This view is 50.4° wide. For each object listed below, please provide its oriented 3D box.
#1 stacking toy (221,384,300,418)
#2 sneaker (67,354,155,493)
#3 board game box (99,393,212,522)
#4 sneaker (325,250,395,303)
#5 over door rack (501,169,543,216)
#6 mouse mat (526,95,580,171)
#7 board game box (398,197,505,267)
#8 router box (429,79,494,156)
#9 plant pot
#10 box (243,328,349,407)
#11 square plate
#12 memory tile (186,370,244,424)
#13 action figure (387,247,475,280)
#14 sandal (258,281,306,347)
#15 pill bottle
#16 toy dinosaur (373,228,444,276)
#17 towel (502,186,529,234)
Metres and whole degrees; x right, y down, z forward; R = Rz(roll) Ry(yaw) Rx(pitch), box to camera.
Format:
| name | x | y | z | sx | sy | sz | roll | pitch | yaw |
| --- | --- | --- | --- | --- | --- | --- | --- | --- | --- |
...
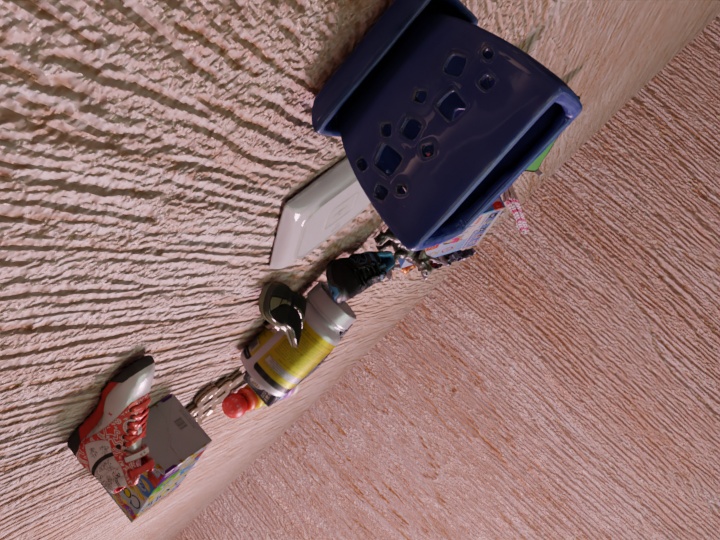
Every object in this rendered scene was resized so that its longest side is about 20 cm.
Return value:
| name | x | y | z | sx | sy | sz | roll | pitch | yaw |
| --- | --- | --- | --- | --- | --- | --- | --- | --- | --- |
| stacking toy | -0.223 | 0.269 | 1.685 | 0.200 | 0.085 | 0.085 | -23 | 158 | -52 |
| sneaker | -0.295 | 0.205 | 0.990 | 0.201 | 0.108 | 0.067 | -48 | 169 | 26 |
| board game box | -0.345 | 0.313 | 1.266 | 0.103 | 0.105 | 0.200 | -33 | 165 | -46 |
| sneaker | 0.000 | 0.000 | 1.372 | 0.082 | 0.073 | 0.200 | -14 | -168 | 23 |
| over door rack | 0.334 | -0.224 | 1.804 | 0.148 | 0.067 | 0.200 | -46 | 150 | 12 |
| mouse mat | 0.405 | -0.309 | 1.710 | 0.161 | 0.008 | 0.200 | -3 | 130 | -48 |
| board game box | 0.184 | -0.091 | 1.638 | 0.195 | 0.056 | 0.200 | -17 | 163 | -15 |
| router box | 0.183 | -0.230 | 1.249 | 0.200 | 0.049 | 0.180 | -39 | 170 | -27 |
| plant pot | 0.080 | -0.154 | 0.755 | 0.200 | 0.180 | 0.200 | -47 | 171 | 20 |
| box | -0.131 | 0.166 | 1.569 | 0.164 | 0.086 | 0.200 | -35 | 167 | -41 |
| square plate | -0.033 | -0.090 | 1.032 | 0.200 | 0.028 | 0.198 | -39 | 169 | -24 |
| memory tile | -0.316 | 0.275 | 1.491 | 0.200 | 0.017 | 0.153 | -48 | 170 | 20 |
| action figure | 0.178 | -0.046 | 1.901 | 0.200 | 0.105 | 0.193 | -18 | -164 | 44 |
| sandal | -0.131 | 0.064 | 1.226 | 0.201 | 0.057 | 0.080 | 62 | 37 | -64 |
| pill bottle | -0.110 | 0.122 | 1.378 | 0.200 | 0.114 | 0.114 | -44 | 171 | 7 |
| toy dinosaur | 0.082 | -0.066 | 1.475 | 0.102 | 0.077 | 0.200 | -31 | 135 | -7 |
| towel | 0.312 | -0.172 | 1.636 | 0.030 | 0.147 | 0.200 | -22 | 156 | 12 |
